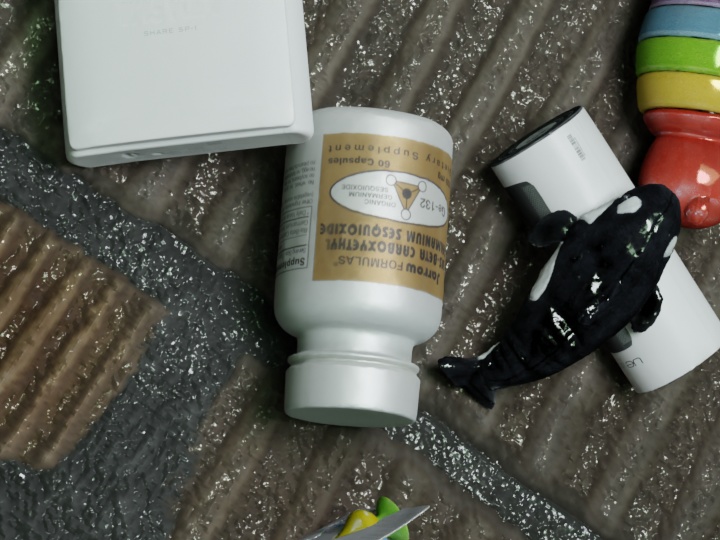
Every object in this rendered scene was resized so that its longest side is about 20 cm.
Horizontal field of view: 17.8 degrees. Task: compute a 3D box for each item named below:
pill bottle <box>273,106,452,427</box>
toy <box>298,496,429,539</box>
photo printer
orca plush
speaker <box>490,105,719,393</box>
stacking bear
[{"bbox_3d":[0.000,0.000,1.546,0.114,0.114,0.201,9,77,-22],"label":"pill bottle"},{"bbox_3d":[-0.051,0.213,1.486,0.200,0.115,0.047,-31,97,-25],"label":"toy"},{"bbox_3d":[-0.120,-0.176,1.519,0.166,0.069,0.201,-5,82,6],"label":"photo printer"},{"bbox_3d":[0.140,0.019,1.577,0.200,0.071,0.105,-30,96,8],"label":"orca plush"},{"bbox_3d":[0.179,-0.014,1.646,0.081,0.081,0.200,-36,97,-25],"label":"speaker"},{"bbox_3d":[0.254,-0.129,1.681,0.113,0.121,0.201,12,83,-23],"label":"stacking bear"}]
